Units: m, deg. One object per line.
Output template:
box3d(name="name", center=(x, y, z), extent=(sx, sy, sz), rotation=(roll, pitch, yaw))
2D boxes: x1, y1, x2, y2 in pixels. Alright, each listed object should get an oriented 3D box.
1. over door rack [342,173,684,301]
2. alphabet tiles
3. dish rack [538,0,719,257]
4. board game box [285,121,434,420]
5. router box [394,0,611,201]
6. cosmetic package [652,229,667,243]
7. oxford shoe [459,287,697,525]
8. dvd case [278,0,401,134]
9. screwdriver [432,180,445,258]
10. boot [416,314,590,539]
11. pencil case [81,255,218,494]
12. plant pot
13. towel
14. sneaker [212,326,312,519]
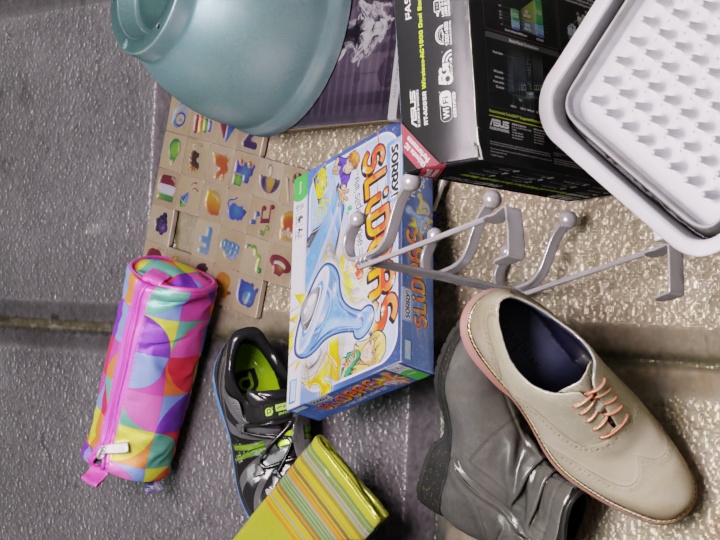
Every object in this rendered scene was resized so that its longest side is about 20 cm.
box3d(name="over door rack", center=(0.100, -0.022, 1.104), extent=(0.200, 0.147, 0.067), rotation=(-1, 80, 59))
box3d(name="alphabet tiles", center=(-0.116, -0.055, 1.441), extent=(0.200, 0.008, 0.168), rotation=(18, 99, 43))
box3d(name="dish rack", center=(0.212, -0.125, 0.986), extent=(0.172, 0.043, 0.200), rotation=(46, 114, 32))
box3d(name="board game box", center=(0.000, 0.000, 1.264), extent=(0.135, 0.034, 0.201), rotation=(-27, 53, 44))
box3d(name="router box", center=(0.105, -0.131, 1.093), extent=(0.062, 0.200, 0.151), rotation=(-8, 81, 39))
box3d(name="cosmetic package", center=(0.232, -0.123, 1.053), extent=(0.107, 0.085, 0.201), rotation=(-20, 73, 38))
box3d(name="oxford shoe", center=(0.144, 0.091, 1.076), extent=(0.200, 0.074, 0.071), rotation=(42, 81, -1))
box3d(name="dvd case", center=(-0.012, -0.186, 1.313), extent=(0.200, 0.016, 0.149), rotation=(1, 83, 55))
box3d(name="screwdriver", center=(0.063, -0.059, 1.259), extent=(0.029, 0.028, 0.201), rotation=(28, 101, 24))
box3d(name="boot", center=(0.113, 0.123, 1.153), extent=(0.131, 0.068, 0.201), rotation=(36, 132, 36))
box3d(name="pencil case", center=(-0.184, 0.090, 1.439), extent=(0.088, 0.088, 0.201), rotation=(27, 107, 42))
box3d(name="plant pot", center=(-0.118, -0.218, 1.341), extent=(0.200, 0.134, 0.201), rotation=(-17, 69, 52))
box3d(name="towel", center=(-0.060, 0.223, 1.280), extent=(0.086, 0.018, 0.200), rotation=(51, 119, 24))
box3d(name="sneaker", center=(-0.071, 0.134, 1.325), extent=(0.083, 0.070, 0.200), rotation=(104, 147, -58))
